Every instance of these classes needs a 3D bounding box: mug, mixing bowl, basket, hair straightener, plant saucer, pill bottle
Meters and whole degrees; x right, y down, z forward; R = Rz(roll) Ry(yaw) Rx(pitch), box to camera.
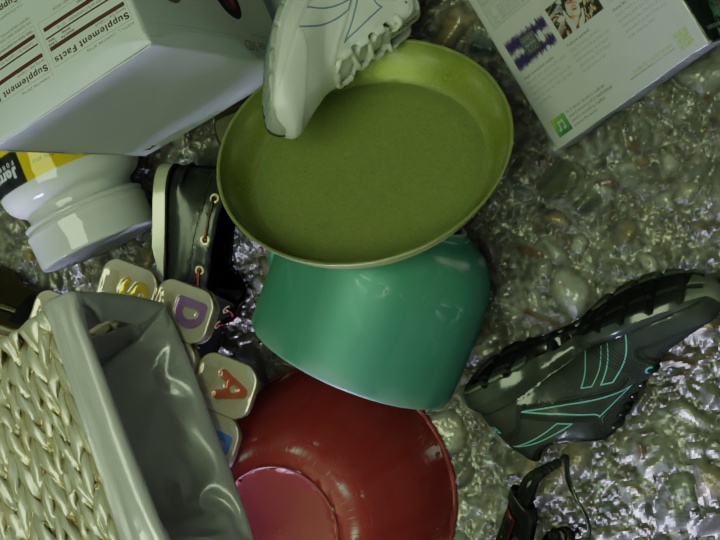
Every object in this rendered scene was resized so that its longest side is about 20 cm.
[{"bbox_3d":[0.000,0.003,1.065,0.184,0.152,0.115,27,105,17],"label":"mug"},{"bbox_3d":[-0.037,0.178,1.133,0.198,0.108,0.202,4,100,22],"label":"mixing bowl"},{"bbox_3d":[-0.177,0.131,1.041,0.123,0.135,0.201,-27,76,17],"label":"basket"},{"bbox_3d":[0.124,0.225,1.102,0.076,0.041,0.202,24,109,18],"label":"hair straightener"},{"bbox_3d":[0.004,-0.073,1.012,0.198,0.201,0.031,11,144,21],"label":"plant saucer"},{"bbox_3d":[-0.238,-0.109,1.170,0.114,0.114,0.202,-25,88,24],"label":"pill bottle"}]

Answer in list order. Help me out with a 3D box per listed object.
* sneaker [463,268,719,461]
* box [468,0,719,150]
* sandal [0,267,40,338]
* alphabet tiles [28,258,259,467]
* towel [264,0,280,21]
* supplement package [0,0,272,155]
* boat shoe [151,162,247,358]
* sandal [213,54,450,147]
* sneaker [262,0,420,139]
[{"bbox_3d":[0.169,0.065,1.057,0.199,0.075,0.080,-30,100,30],"label":"sneaker"},{"bbox_3d":[0.136,-0.201,1.017,0.144,0.036,0.201,-34,85,44],"label":"box"},{"bbox_3d":[-0.280,0.045,1.242,0.198,0.080,0.054,14,125,16],"label":"sandal"},{"bbox_3d":[-0.175,0.098,1.122,0.194,0.015,0.202,20,92,20],"label":"alphabet tiles"},{"bbox_3d":[-0.093,-0.239,1.135,0.200,0.031,0.150,43,112,11],"label":"towel"},{"bbox_3d":[-0.181,-0.201,1.049,0.146,0.191,0.202,-27,82,24],"label":"supplement package"},{"bbox_3d":[-0.121,0.020,1.161,0.062,0.074,0.203,4,105,10],"label":"boat shoe"},{"bbox_3d":[-0.009,-0.105,1.104,0.198,0.055,0.083,-4,76,22],"label":"sandal"},{"bbox_3d":[-0.008,-0.170,1.030,0.086,0.075,0.201,23,66,2],"label":"sneaker"}]
